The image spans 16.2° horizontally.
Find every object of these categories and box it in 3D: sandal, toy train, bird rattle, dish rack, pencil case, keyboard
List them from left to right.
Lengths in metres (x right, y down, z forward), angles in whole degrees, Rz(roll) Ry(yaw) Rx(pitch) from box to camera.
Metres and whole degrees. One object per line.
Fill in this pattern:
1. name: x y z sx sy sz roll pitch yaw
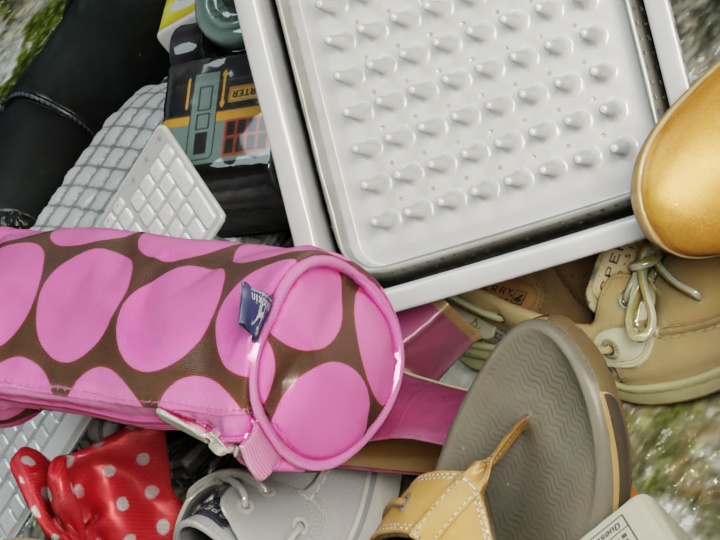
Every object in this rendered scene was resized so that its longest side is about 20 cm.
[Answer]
1. bird rattle: -0.138 0.154 1.006 0.112 0.164 0.200 -11 0 29
2. keyboard: -0.117 0.030 1.075 0.200 0.011 0.056 -55 48 30
3. pencil case: -0.084 0.030 0.975 0.199 0.091 0.094 3 55 43
4. toy train: 0.006 -0.077 1.054 0.199 0.085 0.115 -6 66 26
5. sandal: 0.027 0.105 0.886 0.082 0.054 0.200 51 120 29
6. dish rack: 0.040 -0.094 0.968 0.171 0.043 0.201 -17 83 23

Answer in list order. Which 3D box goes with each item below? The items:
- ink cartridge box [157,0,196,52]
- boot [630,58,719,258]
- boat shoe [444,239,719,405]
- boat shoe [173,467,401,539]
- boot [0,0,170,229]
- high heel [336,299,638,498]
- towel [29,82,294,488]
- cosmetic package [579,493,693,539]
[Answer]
1. ink cartridge box: 0.002 -0.205 1.199 0.197 0.047 0.201 -26 40 32
2. boot: 0.204 -0.057 0.866 0.200 0.071 0.144 -27 16 -18
3. boat shoe: 0.090 0.006 0.985 0.199 0.063 0.074 -4 50 48
4. boat shoe: -0.046 0.117 1.013 0.072 0.069 0.201 -5 49 48
5. boot: -0.160 -0.069 1.327 0.198 0.073 0.163 -42 20 44
6. high heel: 0.034 0.080 0.946 0.096 0.067 0.200 -46 49 2
7. towel: -0.079 0.008 1.167 0.165 0.086 0.201 9 62 49
8. cosmetic package: 0.102 0.171 0.775 0.105 0.071 0.200 -40 32 9
